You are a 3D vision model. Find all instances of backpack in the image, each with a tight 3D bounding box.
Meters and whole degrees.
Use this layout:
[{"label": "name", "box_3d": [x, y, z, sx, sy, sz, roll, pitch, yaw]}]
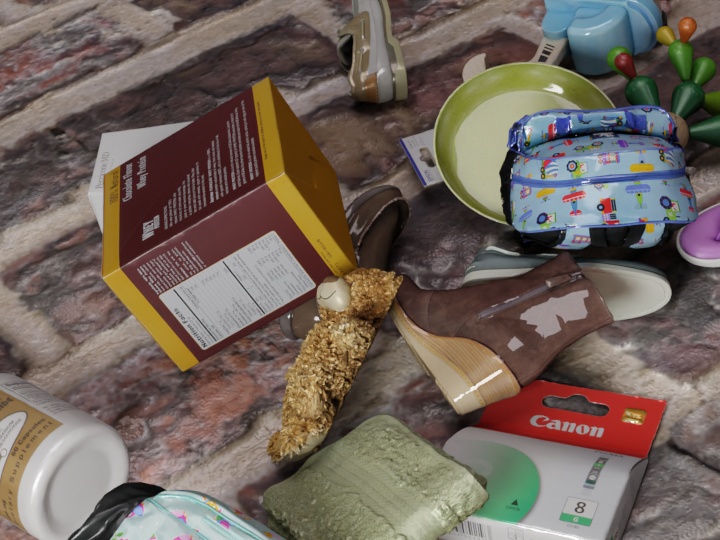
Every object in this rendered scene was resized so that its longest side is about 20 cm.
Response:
[{"label": "backpack", "box_3d": [0.223, -0.085, 1.482, 0.182, 0.135, 0.200, -2, 4, 3]}, {"label": "backpack", "box_3d": [-0.111, 0.247, 1.217, 0.200, 0.167, 0.127, 28, 80, 21]}]

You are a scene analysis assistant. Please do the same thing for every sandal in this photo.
[{"label": "sandal", "box_3d": [0.398, -0.062, 1.542, 0.203, 0.050, 0.082, -19, 40, -8]}]

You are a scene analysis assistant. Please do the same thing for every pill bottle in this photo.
[{"label": "pill bottle", "box_3d": [-0.312, 0.155, 1.416, 0.200, 0.114, 0.114, 22, 50, 34]}]

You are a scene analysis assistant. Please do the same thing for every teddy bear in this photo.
[{"label": "teddy bear", "box_3d": [-0.033, 0.081, 1.406, 0.067, 0.145, 0.200, 26, 88, -1]}]

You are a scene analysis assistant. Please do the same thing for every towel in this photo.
[{"label": "towel", "box_3d": [0.006, 0.186, 1.304, 0.148, 0.036, 0.200, -37, 26, -13]}]

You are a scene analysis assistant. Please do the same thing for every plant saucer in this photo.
[{"label": "plant saucer", "box_3d": [0.174, -0.125, 1.645, 0.200, 0.031, 0.200, -1, 62, 1]}]

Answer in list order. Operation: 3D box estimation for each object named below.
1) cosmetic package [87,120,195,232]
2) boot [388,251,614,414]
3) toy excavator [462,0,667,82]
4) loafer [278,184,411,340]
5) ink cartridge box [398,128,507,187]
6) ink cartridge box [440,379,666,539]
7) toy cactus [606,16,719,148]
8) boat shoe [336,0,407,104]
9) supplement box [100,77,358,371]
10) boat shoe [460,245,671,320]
[{"label": "cosmetic package", "box_3d": [-0.182, -0.099, 1.712, 0.200, 0.081, 0.113, -7, 41, 5]}, {"label": "boot", "box_3d": [0.121, 0.034, 1.453, 0.166, 0.072, 0.200, -33, 42, -3]}, {"label": "toy excavator", "box_3d": [0.233, -0.260, 1.797, 0.194, 0.100, 0.200, 10, 53, 26]}, {"label": "loafer", "box_3d": [0.000, 0.000, 1.564, 0.071, 0.073, 0.200, 20, 59, 28]}, {"label": "ink cartridge box", "box_3d": [0.150, -0.133, 1.703, 0.200, 0.037, 0.095, -15, 40, -8]}, {"label": "ink cartridge box", "box_3d": [0.158, 0.155, 1.349, 0.161, 0.050, 0.200, 8, 46, 23]}, {"label": "toy cactus", "box_3d": [0.335, -0.166, 1.633, 0.200, 0.102, 0.165, 33, 59, 5]}, {"label": "boat shoe", "box_3d": [0.005, -0.269, 1.872, 0.068, 0.075, 0.200, -9, 40, -5]}, {"label": "supplement box", "box_3d": [-0.131, -0.047, 1.537, 0.200, 0.133, 0.197, -29, 32, 11]}, {"label": "boat shoe", "box_3d": [0.195, 0.003, 1.501, 0.200, 0.073, 0.062, -1, 44, 22]}]
